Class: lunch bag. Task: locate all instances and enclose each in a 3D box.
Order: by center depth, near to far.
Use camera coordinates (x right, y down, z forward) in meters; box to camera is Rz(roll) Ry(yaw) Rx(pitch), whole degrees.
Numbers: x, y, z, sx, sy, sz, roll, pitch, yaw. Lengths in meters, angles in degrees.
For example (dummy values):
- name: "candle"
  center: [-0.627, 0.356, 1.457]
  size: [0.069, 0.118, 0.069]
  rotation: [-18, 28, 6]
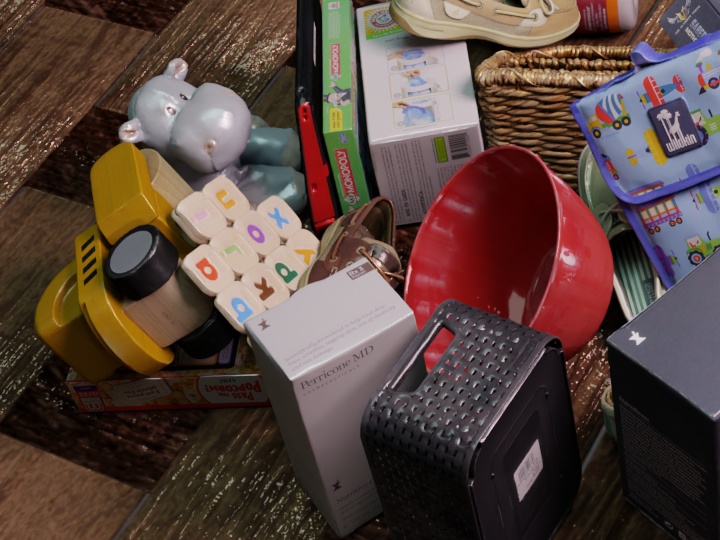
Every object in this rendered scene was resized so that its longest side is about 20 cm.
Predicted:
- name: "lunch bag"
  center: [0.273, -0.099, 1.315]
  size: [0.150, 0.200, 0.094]
  rotation: [-23, 22, 35]

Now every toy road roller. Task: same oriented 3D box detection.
- name: "toy road roller"
  center: [-0.202, 0.004, 1.416]
  size: [0.146, 0.123, 0.200]
  rotation: [-31, 39, 13]

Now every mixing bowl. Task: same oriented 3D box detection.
- name: "mixing bowl"
  center: [0.137, 0.008, 1.370]
  size: [0.108, 0.200, 0.201]
  rotation: [18, 37, -31]

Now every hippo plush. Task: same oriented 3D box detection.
- name: "hippo plush"
  center: [-0.147, -0.127, 1.557]
  size: [0.199, 0.161, 0.160]
  rotation: [17, 55, 27]

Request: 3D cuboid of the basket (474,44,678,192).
- name: "basket"
  center: [0.217, -0.167, 1.511]
  size: [0.199, 0.149, 0.143]
  rotation: [3, 49, 18]

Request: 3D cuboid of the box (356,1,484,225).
- name: "box"
  center: [0.058, -0.155, 1.563]
  size: [0.101, 0.113, 0.201]
  rotation: [-9, 46, 5]

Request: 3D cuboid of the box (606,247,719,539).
- name: "box"
  center: [0.274, 0.097, 1.221]
  size: [0.148, 0.200, 0.107]
  rotation: [-37, 50, -18]

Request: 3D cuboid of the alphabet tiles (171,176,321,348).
- name: "alphabet tiles"
  center: [-0.074, 0.009, 1.408]
  size: [0.015, 0.200, 0.196]
  rotation: [-40, 2, 27]

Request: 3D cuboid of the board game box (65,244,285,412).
- name: "board game box"
  center: [-0.148, 0.050, 1.476]
  size: [0.199, 0.046, 0.152]
  rotation: [-2, 48, 12]

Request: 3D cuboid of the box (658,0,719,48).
- name: "box"
  center: [0.366, -0.153, 1.439]
  size: [0.051, 0.200, 0.158]
  rotation: [-49, 42, 22]

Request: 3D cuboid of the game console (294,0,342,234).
- name: "game console"
  center: [-0.044, -0.154, 1.545]
  size: [0.031, 0.177, 0.201]
  rotation: [-7, 47, 6]

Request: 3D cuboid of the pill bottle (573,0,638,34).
- name: "pill bottle"
  center: [0.175, -0.292, 1.659]
  size: [0.199, 0.113, 0.113]
  rotation: [0, 49, 14]

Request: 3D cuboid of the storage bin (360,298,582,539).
- name: "storage bin"
  center: [0.087, 0.137, 1.230]
  size: [0.094, 0.200, 0.135]
  rotation: [21, 56, 29]

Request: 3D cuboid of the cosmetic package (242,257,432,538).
- name: "cosmetic package"
  center: [-0.007, 0.101, 1.288]
  size: [0.113, 0.200, 0.081]
  rotation: [-30, 48, -13]

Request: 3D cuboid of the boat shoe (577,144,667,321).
- name: "boat shoe"
  center: [0.230, -0.032, 1.401]
  size: [0.072, 0.062, 0.201]
  rotation: [-27, 63, 19]

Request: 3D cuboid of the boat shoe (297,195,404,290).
- name: "boat shoe"
  center: [0.000, 0.000, 1.432]
  size: [0.072, 0.072, 0.200]
  rotation: [-41, 16, 28]

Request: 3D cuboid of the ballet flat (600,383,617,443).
- name: "ballet flat"
  center: [0.268, 0.060, 1.327]
  size: [0.200, 0.062, 0.067]
  rotation: [-46, 40, -14]

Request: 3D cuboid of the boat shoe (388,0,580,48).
- name: "boat shoe"
  center: [0.123, -0.253, 1.537]
  size: [0.200, 0.063, 0.073]
  rotation: [0, 41, -25]

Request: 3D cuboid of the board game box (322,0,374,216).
- name: "board game box"
  center: [-0.011, -0.151, 1.563]
  size: [0.029, 0.135, 0.201]
  rotation: [-8, 47, 7]
